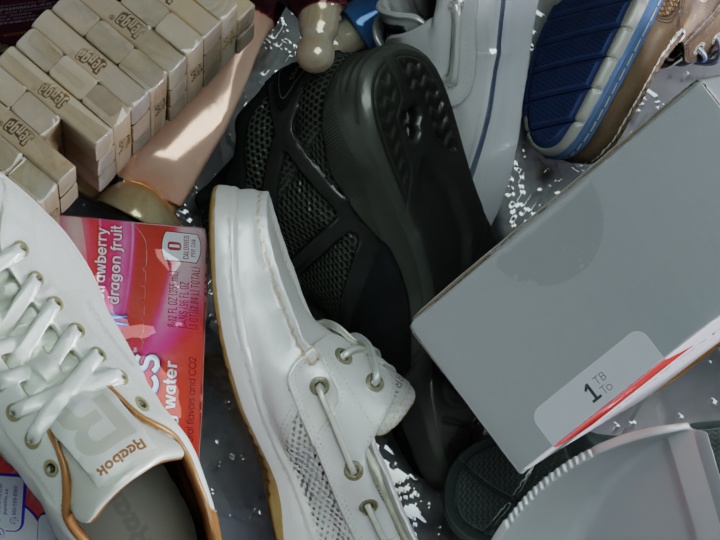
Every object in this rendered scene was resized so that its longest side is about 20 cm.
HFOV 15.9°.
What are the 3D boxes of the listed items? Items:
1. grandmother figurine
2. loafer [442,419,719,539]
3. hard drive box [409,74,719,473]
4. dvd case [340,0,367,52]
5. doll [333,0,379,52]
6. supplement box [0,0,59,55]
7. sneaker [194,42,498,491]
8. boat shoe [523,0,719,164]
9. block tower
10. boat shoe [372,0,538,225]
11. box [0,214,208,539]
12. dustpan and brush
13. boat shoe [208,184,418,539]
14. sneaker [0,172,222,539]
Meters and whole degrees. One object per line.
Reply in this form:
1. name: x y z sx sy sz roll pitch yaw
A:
1. grandmother figurine: -0.055 -0.113 1.070 0.121 0.061 0.200 24 86 27
2. loafer: 0.136 0.103 1.071 0.200 0.063 0.072 4 66 22
3. hard drive box: 0.131 -0.010 1.049 0.077 0.156 0.200 53 25 9
4. dvd case: 0.040 -0.192 1.202 0.200 0.016 0.149 -42 88 -22
5. doll: -0.012 -0.158 1.143 0.199 0.048 0.137 7 87 -10
6. supplement box: -0.151 -0.162 1.037 0.085 0.200 0.111 -9 77 -12
7. sneaker: 0.000 0.000 1.110 0.076 0.114 0.200 -38 117 -40
8. boat shoe: 0.143 -0.129 1.182 0.072 0.072 0.200 32 76 -26
9. block tower: -0.127 -0.048 0.989 0.058 0.054 0.200 39 74 9
10. boat shoe: 0.037 -0.104 1.111 0.065 0.074 0.200 4 108 -12
11. box: -0.120 0.084 1.034 0.099 0.095 0.201 5 73 -13
12. dustpan and brush: 0.071 0.153 1.024 0.057 0.200 0.140 -5 74 -36
13. boat shoe: -0.011 0.054 1.056 0.069 0.071 0.200 -14 105 9
14. sneaker: -0.105 0.038 0.921 0.073 0.085 0.200 -39 107 -17
